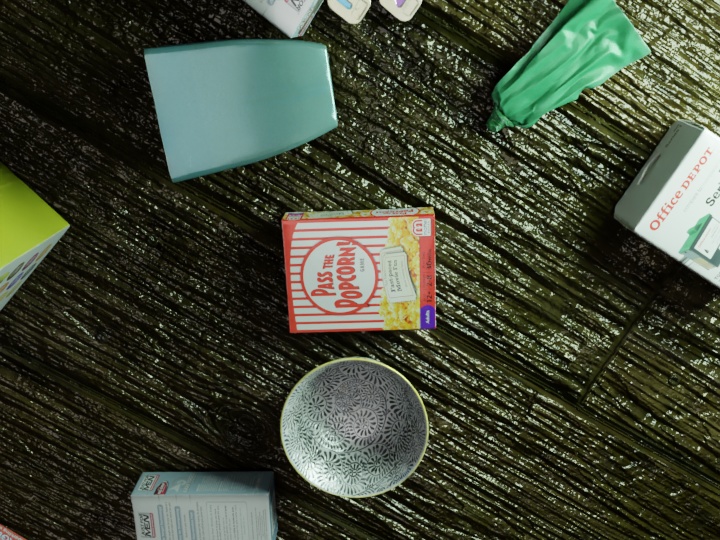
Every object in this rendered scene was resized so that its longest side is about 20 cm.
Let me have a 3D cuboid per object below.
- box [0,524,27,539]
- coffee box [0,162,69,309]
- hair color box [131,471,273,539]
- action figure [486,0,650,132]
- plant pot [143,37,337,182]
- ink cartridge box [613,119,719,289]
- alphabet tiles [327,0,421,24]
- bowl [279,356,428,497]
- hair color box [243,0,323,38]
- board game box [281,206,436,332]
[{"bbox_3d":[-0.566,0.447,1.119,0.198,0.103,0.095,35,106,-8],"label":"box"},{"bbox_3d":[-0.519,-0.033,0.910,0.200,0.200,0.198,44,104,-11],"label":"coffee box"},{"bbox_3d":[-0.223,0.351,1.091,0.194,0.061,0.102,-1,108,1],"label":"hair color box"},{"bbox_3d":[0.227,-0.237,0.896,0.199,0.055,0.118,-40,104,20],"label":"action figure"},{"bbox_3d":[-0.130,-0.200,0.879,0.195,0.142,0.145,-9,108,-3],"label":"plant pot"},{"bbox_3d":[0.439,-0.069,0.927,0.197,0.085,0.148,29,106,-8],"label":"ink cartridge box"},{"bbox_3d":[0.013,-0.398,0.871,0.194,0.015,0.201,35,106,-9],"label":"alphabet tiles"},{"bbox_3d":[-0.007,0.194,1.023,0.195,0.094,0.206,1,108,2],"label":"bowl"},{"bbox_3d":[-0.124,-0.368,0.851,0.199,0.061,0.100,38,110,-4],"label":"hair color box"},{"bbox_3d":[0.000,0.000,0.984,0.195,0.046,0.155,-2,108,3],"label":"board game box"}]
